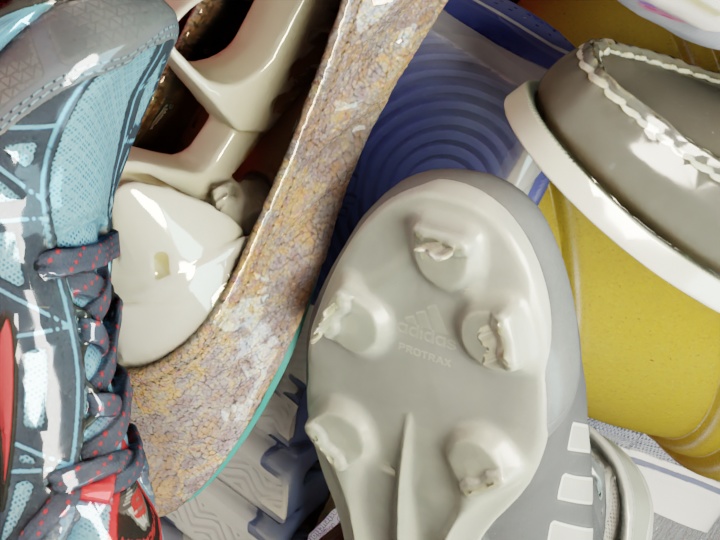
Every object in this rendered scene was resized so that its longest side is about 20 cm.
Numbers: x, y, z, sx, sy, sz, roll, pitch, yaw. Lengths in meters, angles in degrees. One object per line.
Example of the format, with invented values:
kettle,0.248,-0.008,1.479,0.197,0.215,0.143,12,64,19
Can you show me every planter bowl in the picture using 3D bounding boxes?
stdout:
planter bowl,0.076,-0.021,0.812,0.083,0.201,0.201,-11,144,-14

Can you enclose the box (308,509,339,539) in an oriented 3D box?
box,-0.007,0.176,0.914,0.200,0.137,0.039,-49,159,-19

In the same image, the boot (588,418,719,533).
boot,0.077,0.025,0.947,0.200,0.073,0.091,23,91,-53

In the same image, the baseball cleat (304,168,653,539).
baseball cleat,0.033,0.045,0.696,0.106,0.070,0.201,-43,147,-45

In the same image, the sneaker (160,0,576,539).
sneaker,0.000,0.001,0.763,0.115,0.080,0.200,-31,155,-58

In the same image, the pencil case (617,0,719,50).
pencil case,0.048,-0.118,0.582,0.200,0.083,0.091,26,92,-50

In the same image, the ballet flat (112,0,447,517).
ballet flat,-0.034,-0.035,0.653,0.067,0.068,0.201,16,102,-49

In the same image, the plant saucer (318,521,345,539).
plant saucer,-0.032,0.120,0.805,0.200,0.038,0.200,-39,177,-2

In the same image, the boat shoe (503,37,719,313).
boat shoe,0.125,-0.015,0.673,0.201,0.072,0.060,23,122,-30

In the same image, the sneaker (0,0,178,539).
sneaker,-0.070,0.030,0.599,0.079,0.095,0.201,-24,142,-57

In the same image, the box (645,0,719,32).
box,0.011,-0.166,0.372,0.200,0.171,0.200,-60,160,9
